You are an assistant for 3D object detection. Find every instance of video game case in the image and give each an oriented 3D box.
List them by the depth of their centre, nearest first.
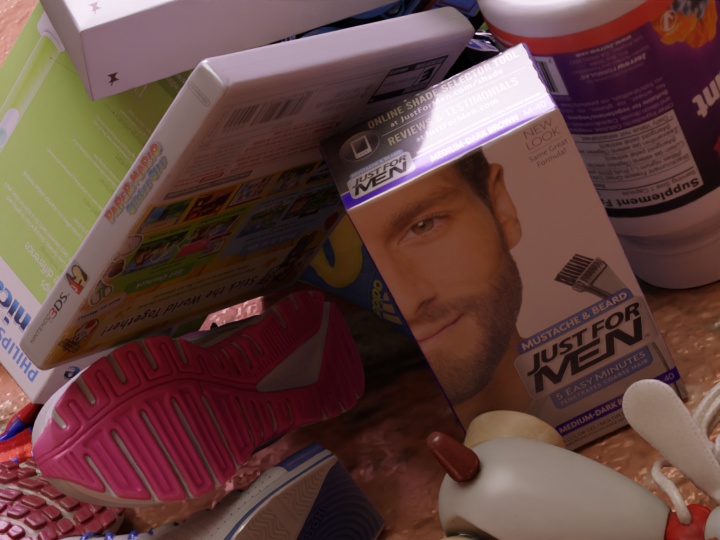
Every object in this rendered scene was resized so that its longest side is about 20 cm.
[{"bbox_3d":[-0.051,-0.041,1.244,0.023,0.182,0.200,47,33,17],"label":"video game case"}]

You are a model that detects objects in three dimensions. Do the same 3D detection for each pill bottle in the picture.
[{"bbox_3d":[0.140,-0.089,1.328,0.111,0.200,0.112,-17,39,14],"label":"pill bottle"}]

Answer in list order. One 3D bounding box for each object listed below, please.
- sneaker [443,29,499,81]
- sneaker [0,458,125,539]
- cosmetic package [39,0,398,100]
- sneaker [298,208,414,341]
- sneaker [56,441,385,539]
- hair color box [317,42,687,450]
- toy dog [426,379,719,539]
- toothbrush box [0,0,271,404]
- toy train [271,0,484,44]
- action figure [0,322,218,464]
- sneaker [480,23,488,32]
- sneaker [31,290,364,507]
[{"bbox_3d":[0.088,-0.104,1.473,0.078,0.089,0.200,18,57,43],"label":"sneaker"},{"bbox_3d":[-0.201,0.169,1.359,0.081,0.075,0.200,30,50,29],"label":"sneaker"},{"bbox_3d":[-0.066,-0.175,1.306,0.200,0.052,0.151,-20,51,-13],"label":"cosmetic package"},{"bbox_3d":[0.000,0.000,1.431,0.076,0.105,0.200,-38,7,-18],"label":"sneaker"},{"bbox_3d":[-0.096,0.149,1.301,0.199,0.081,0.115,-43,41,-15],"label":"sneaker"},{"bbox_3d":[0.071,0.001,1.266,0.109,0.200,0.065,-26,37,4],"label":"hair color box"},{"bbox_3d":[0.108,0.099,1.207,0.200,0.096,0.132,-19,49,16],"label":"toy dog"},{"bbox_3d":[-0.127,-0.048,1.363,0.146,0.086,0.200,45,110,36],"label":"toothbrush box"},{"bbox_3d":[-0.014,-0.121,1.413,0.200,0.114,0.087,-51,52,21],"label":"toy train"},{"bbox_3d":[-0.160,0.090,1.445,0.200,0.052,0.066,-26,41,7],"label":"action figure"},{"bbox_3d":[0.068,-0.169,1.594,0.200,0.077,0.084,-12,1,34],"label":"sneaker"},{"bbox_3d":[-0.089,0.073,1.306,0.088,0.082,0.200,-25,-6,42],"label":"sneaker"}]
